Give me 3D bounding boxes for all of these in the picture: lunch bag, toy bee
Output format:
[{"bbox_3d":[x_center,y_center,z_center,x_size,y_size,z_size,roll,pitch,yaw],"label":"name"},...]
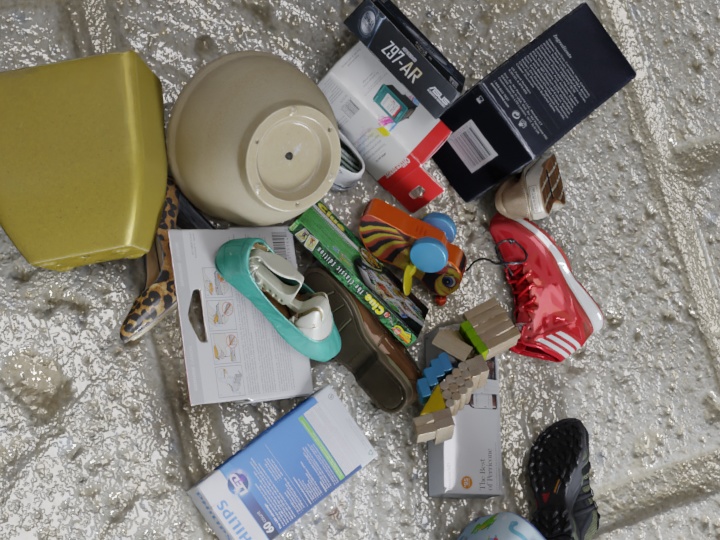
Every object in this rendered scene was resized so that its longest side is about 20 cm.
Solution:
[{"bbox_3d":[0.199,0.372,1.685,0.200,0.161,0.083,45,67,-6],"label":"lunch bag"},{"bbox_3d":[0.086,-0.007,1.774,0.199,0.109,0.131,33,44,19],"label":"toy bee"}]

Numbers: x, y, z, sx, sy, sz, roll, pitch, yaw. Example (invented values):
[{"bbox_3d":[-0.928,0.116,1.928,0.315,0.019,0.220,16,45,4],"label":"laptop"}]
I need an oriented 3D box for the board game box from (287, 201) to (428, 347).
[{"bbox_3d":[0.000,0.000,1.743,0.200,0.023,0.105,45,22,-5],"label":"board game box"}]

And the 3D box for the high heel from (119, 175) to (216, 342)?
[{"bbox_3d":[-0.253,-0.021,1.655,0.143,0.071,0.200,46,49,-12],"label":"high heel"}]

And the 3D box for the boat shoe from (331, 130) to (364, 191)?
[{"bbox_3d":[-0.070,-0.181,1.773,0.199,0.067,0.074,38,67,-8],"label":"boat shoe"}]

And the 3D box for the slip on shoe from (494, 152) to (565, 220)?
[{"bbox_3d":[0.215,-0.100,1.822,0.060,0.200,0.077,-11,102,18],"label":"slip on shoe"}]

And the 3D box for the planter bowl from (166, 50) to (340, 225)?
[{"bbox_3d":[-0.103,-0.139,1.636,0.198,0.134,0.203,-9,109,-27],"label":"planter bowl"}]

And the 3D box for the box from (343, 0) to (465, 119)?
[{"bbox_3d":[0.057,-0.268,1.780,0.044,0.200,0.160,-44,95,13],"label":"box"}]

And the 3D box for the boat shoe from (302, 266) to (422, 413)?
[{"bbox_3d":[0.001,0.078,1.740,0.201,0.072,0.068,57,34,2],"label":"boat shoe"}]

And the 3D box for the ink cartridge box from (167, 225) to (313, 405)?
[{"bbox_3d":[-0.145,0.052,1.662,0.175,0.045,0.203,-2,80,-39],"label":"ink cartridge box"}]

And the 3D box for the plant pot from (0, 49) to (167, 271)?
[{"bbox_3d":[-0.309,-0.107,1.576,0.193,0.194,0.203,-9,86,1],"label":"plant pot"}]

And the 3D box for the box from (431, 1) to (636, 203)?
[{"bbox_3d":[0.204,-0.207,1.812,0.200,0.196,0.118,-39,93,-25],"label":"box"}]

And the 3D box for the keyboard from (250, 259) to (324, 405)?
[{"bbox_3d":[-0.085,0.070,1.735,0.056,0.011,0.200,42,67,-6],"label":"keyboard"}]

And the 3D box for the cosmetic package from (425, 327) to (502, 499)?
[{"bbox_3d":[0.126,0.174,1.768,0.082,0.051,0.203,4,75,-19],"label":"cosmetic package"}]

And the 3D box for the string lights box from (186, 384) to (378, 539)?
[{"bbox_3d":[-0.089,0.232,1.666,0.199,0.059,0.103,-36,91,-24],"label":"string lights box"}]

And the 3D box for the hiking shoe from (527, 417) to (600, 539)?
[{"bbox_3d":[0.253,0.282,1.786,0.101,0.075,0.202,53,40,-43],"label":"hiking shoe"}]

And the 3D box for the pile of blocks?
[{"bbox_3d":[0.112,0.124,1.720,0.082,0.062,0.200,32,65,14],"label":"pile of blocks"}]

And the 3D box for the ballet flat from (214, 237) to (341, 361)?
[{"bbox_3d":[-0.079,0.034,1.646,0.200,0.070,0.068,43,53,-25],"label":"ballet flat"}]

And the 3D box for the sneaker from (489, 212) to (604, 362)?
[{"bbox_3d":[0.212,0.029,1.823,0.200,0.078,0.115,48,65,-3],"label":"sneaker"}]

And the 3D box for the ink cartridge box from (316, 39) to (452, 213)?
[{"bbox_3d":[0.032,-0.174,1.783,0.200,0.116,0.067,45,67,-5],"label":"ink cartridge box"}]
